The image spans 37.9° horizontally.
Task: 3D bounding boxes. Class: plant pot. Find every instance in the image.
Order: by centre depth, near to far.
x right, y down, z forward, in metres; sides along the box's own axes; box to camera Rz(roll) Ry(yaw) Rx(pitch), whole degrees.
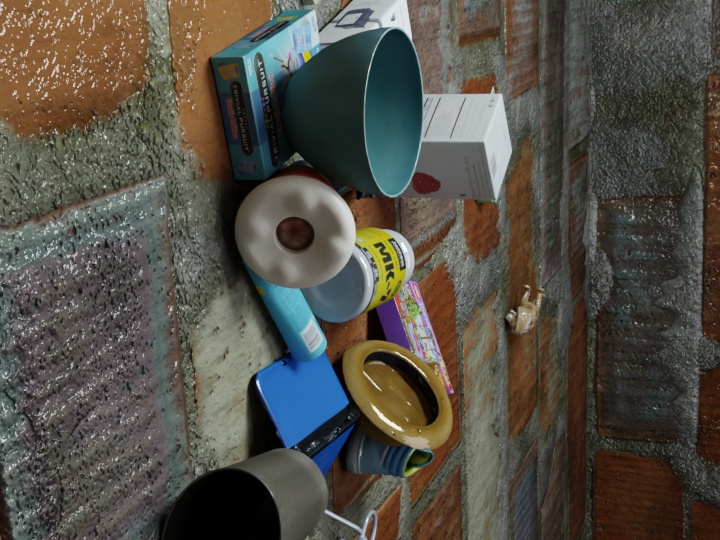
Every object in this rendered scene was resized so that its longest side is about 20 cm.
[{"bbox_3d":[-0.017,-0.194,1.281,0.200,0.133,0.203,5,90,-67],"label":"plant pot"}]

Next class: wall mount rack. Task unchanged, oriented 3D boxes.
[{"bbox_3d":[-0.039,0.433,1.535,0.174,0.074,0.202,66,36,-54],"label":"wall mount rack"}]

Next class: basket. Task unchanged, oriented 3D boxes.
[{"bbox_3d":[-0.124,0.290,1.234,0.182,0.135,0.200,-61,166,13],"label":"basket"}]

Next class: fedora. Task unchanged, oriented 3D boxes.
[{"bbox_3d":[0.044,0.199,1.577,0.082,0.200,0.201,-51,178,35],"label":"fedora"}]

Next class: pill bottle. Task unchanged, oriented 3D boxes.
[{"bbox_3d":[0.000,0.000,1.501,0.200,0.113,0.116,-23,115,-65],"label":"pill bottle"}]

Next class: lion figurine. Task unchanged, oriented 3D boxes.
[{"bbox_3d":[0.403,0.106,2.522,0.200,0.072,0.124,32,72,-69],"label":"lion figurine"}]

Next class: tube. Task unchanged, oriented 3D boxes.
[{"bbox_3d":[-0.101,0.034,1.357,0.078,0.050,0.201,-79,153,-47],"label":"tube"}]

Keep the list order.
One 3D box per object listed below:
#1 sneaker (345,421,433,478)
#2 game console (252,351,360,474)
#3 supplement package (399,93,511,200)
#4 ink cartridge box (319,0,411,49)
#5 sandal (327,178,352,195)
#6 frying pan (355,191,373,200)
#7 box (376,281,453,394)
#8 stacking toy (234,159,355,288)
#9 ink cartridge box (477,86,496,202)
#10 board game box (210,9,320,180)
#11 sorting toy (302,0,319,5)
[{"bbox_3d":[0.066,0.248,1.664,0.080,0.129,0.201,80,26,-46],"label":"sneaker"},{"bbox_3d":[-0.094,0.216,1.433,0.172,0.118,0.200,-61,165,22],"label":"game console"},{"bbox_3d":[0.123,-0.195,1.648,0.122,0.198,0.120,70,32,-43],"label":"supplement package"},{"bbox_3d":[0.007,-0.294,1.505,0.200,0.083,0.146,-56,142,-50],"label":"ink cartridge box"},{"bbox_3d":[-0.012,-0.153,1.495,0.045,0.074,0.201,66,32,-34],"label":"sandal"},{"bbox_3d":[0.024,-0.157,1.522,0.190,0.031,0.116,-163,-92,-79],"label":"frying pan"},{"bbox_3d":[0.085,0.115,1.714,0.137,0.039,0.202,7,63,-68],"label":"box"},{"bbox_3d":[-0.076,-0.082,1.320,0.201,0.144,0.148,-87,169,-63],"label":"stacking toy"},{"bbox_3d":[0.255,-0.255,2.142,0.201,0.047,0.147,62,39,-51],"label":"ink cartridge box"},{"bbox_3d":[-0.104,-0.222,1.302,0.200,0.046,0.153,-52,139,-53],"label":"board game box"},{"bbox_3d":[-0.037,-0.493,1.391,0.200,0.069,0.201,72,32,-41],"label":"sorting toy"}]
